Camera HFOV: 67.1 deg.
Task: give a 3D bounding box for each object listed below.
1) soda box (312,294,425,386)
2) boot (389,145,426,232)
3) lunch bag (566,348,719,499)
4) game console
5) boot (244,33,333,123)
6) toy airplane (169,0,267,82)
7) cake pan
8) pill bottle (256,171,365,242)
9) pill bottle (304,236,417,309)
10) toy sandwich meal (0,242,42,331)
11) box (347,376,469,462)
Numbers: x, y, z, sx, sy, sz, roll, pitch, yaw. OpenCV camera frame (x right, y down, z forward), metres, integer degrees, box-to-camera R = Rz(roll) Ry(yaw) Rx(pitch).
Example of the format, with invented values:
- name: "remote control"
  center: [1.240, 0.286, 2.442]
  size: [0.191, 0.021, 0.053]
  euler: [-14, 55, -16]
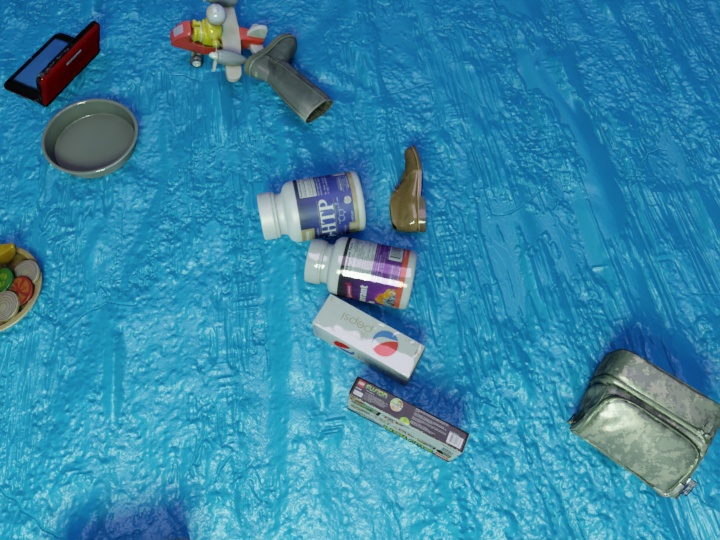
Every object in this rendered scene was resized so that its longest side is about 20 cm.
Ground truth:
- name: "soda box"
  center: [0.013, 0.126, 0.983]
  size: [0.199, 0.064, 0.068]
  euler: [28, 66, 10]
- name: "boot"
  center: [0.095, -0.173, 1.130]
  size: [0.075, 0.074, 0.202]
  euler: [-3, 66, 7]
- name: "lunch bag"
  center: [0.471, 0.254, 0.908]
  size: [0.199, 0.139, 0.168]
  euler: [34, 84, 14]
- name: "game console"
  center: [-0.694, -0.482, 1.217]
  size: [0.118, 0.172, 0.201]
  euler: [35, 65, -15]
- name: "boot"
  center: [-0.142, -0.442, 1.244]
  size: [0.199, 0.073, 0.182]
  euler: [34, 62, 12]
- name: "toy airplane"
  center: [-0.310, -0.549, 1.246]
  size: [0.199, 0.141, 0.200]
  euler: [35, 72, 6]
- name: "cake pan"
  center: [-0.574, -0.280, 1.165]
  size: [0.198, 0.037, 0.202]
  euler: [1, 65, -2]
- name: "pill bottle"
  center: [-0.097, -0.120, 1.064]
  size: [0.198, 0.120, 0.121]
  euler: [-11, 65, -7]
- name: "pill bottle"
  center: [0.000, 0.000, 1.016]
  size: [0.198, 0.112, 0.112]
  euler: [11, 64, 4]
- name: "toy sandwich meal"
  center: [-0.696, 0.027, 0.994]
  size: [0.203, 0.070, 0.207]
  euler: [1, 64, -2]
- name: "box"
  center: [0.073, 0.249, 0.901]
  size: [0.198, 0.110, 0.035]
  euler: [26, 65, 9]
